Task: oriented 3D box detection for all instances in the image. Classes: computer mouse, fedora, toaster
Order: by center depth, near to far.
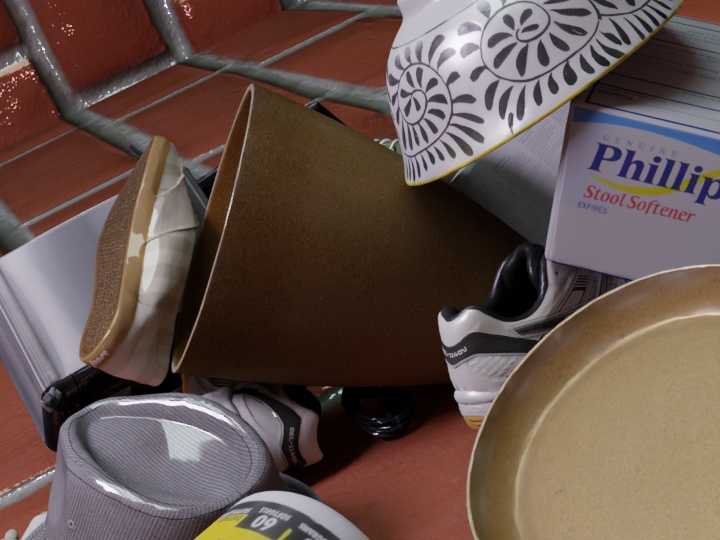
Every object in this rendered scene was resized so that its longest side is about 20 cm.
[{"bbox_3d":[-0.112,0.127,1.044,0.177,0.090,0.200,-25,31,-30],"label":"fedora"},{"bbox_3d":[0.015,0.068,1.269,0.059,0.034,0.200,-6,22,3],"label":"computer mouse"},{"bbox_3d":[-0.174,0.032,1.367,0.181,0.119,0.200,-30,-11,-15],"label":"toaster"}]

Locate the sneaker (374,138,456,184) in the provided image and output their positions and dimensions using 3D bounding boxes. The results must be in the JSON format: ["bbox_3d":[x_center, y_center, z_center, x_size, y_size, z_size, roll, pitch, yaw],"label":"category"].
[{"bbox_3d":[-0.003,-0.057,1.311,0.067,0.090,0.200,-55,5,-31],"label":"sneaker"}]

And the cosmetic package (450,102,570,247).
[{"bbox_3d":[0.121,-0.072,1.302,0.200,0.083,0.051,-48,8,23],"label":"cosmetic package"}]

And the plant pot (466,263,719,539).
[{"bbox_3d":[0.143,0.083,0.906,0.200,0.027,0.200,-24,39,21],"label":"plant pot"}]

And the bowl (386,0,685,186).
[{"bbox_3d":[0.083,-0.145,1.106,0.201,0.094,0.201,-34,9,6],"label":"bowl"}]

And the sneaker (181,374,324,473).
[{"bbox_3d":[-0.071,0.098,1.244,0.088,0.076,0.200,-8,15,-9],"label":"sneaker"}]

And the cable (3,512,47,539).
[{"bbox_3d":[-0.207,0.200,1.086,0.097,0.050,0.200,-19,16,15],"label":"cable"}]

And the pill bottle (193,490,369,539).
[{"bbox_3d":[-0.076,0.195,0.825,0.114,0.114,0.200,-8,23,45],"label":"pill bottle"}]

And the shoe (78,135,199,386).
[{"bbox_3d":[-0.142,-0.007,1.252,0.070,0.053,0.200,-44,28,42],"label":"shoe"}]

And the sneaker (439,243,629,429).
[{"bbox_3d":[0.131,0.015,1.124,0.200,0.088,0.076,-33,16,-33],"label":"sneaker"}]

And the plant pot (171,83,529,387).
[{"bbox_3d":[0.000,0.000,1.189,0.200,0.187,0.186,16,12,-10],"label":"plant pot"}]

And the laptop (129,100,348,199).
[{"bbox_3d":[-0.050,-0.064,1.456,0.200,0.177,0.103,-32,41,28],"label":"laptop"}]

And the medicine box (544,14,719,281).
[{"bbox_3d":[0.222,-0.066,1.109,0.182,0.103,0.200,14,28,13],"label":"medicine box"}]

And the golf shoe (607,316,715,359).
[{"bbox_3d":[0.205,0.049,0.990,0.200,0.078,0.094,-29,-18,25],"label":"golf shoe"}]
